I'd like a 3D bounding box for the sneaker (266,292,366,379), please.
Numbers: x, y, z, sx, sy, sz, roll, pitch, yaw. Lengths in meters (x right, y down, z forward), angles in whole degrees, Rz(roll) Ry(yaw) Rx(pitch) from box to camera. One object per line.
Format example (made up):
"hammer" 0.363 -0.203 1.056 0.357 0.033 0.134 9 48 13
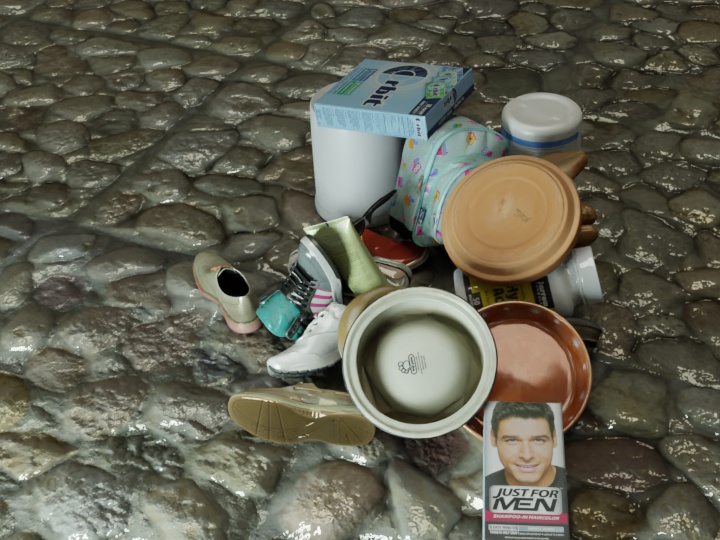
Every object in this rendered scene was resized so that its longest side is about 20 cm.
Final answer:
"sneaker" -0.050 0.096 1.529 0.199 0.088 0.074 -21 -2 -30

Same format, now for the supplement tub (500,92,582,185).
"supplement tub" 0.294 -0.177 1.772 0.131 0.201 0.132 -2 37 2

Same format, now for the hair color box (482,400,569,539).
"hair color box" 0.198 0.256 1.309 0.098 0.061 0.201 1 45 6

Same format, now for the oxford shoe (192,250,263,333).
"oxford shoe" -0.207 0.014 1.674 0.071 0.074 0.200 -23 41 -23

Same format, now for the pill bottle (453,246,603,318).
"pill bottle" 0.242 0.028 1.548 0.199 0.112 0.112 -15 36 11

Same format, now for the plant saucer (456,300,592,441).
"plant saucer" 0.207 0.140 1.439 0.199 0.032 0.202 -2 70 6

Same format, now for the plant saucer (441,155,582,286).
"plant saucer" 0.210 -0.075 1.516 0.199 0.032 0.201 -9 63 17

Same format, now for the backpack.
"backpack" 0.148 -0.140 1.699 0.175 0.201 0.153 -2 17 -32

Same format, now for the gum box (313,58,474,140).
"gum box" 0.054 -0.274 1.706 0.199 0.045 0.170 12 40 29

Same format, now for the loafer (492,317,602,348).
"loafer" 0.247 0.116 1.517 0.199 0.073 0.071 -8 73 -9

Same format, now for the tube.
"tube" 0.000 0.000 1.568 0.058 0.200 0.052 -39 32 -4

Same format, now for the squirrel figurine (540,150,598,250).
"squirrel figurine" 0.260 -0.059 1.635 0.199 0.187 0.142 -6 46 6

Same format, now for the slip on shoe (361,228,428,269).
"slip on shoe" 0.010 -0.036 1.730 0.199 0.061 0.074 6 36 9

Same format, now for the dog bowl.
"dog bowl" 0.078 0.126 1.402 0.199 0.074 0.201 -2 71 5

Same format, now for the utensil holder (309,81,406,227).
"utensil holder" -0.001 -0.200 1.830 0.169 0.201 0.170 -3 38 2

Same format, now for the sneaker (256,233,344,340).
"sneaker" -0.094 0.034 1.556 0.120 0.200 0.084 -35 62 -14

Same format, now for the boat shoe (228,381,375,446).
"boat shoe" -0.076 0.186 1.444 0.199 0.073 0.065 6 33 4

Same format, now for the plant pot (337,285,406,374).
"plant pot" 0.066 0.100 1.504 0.199 0.028 0.201 10 53 -14

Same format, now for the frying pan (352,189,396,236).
"frying pan" -0.020 -0.060 1.647 0.115 0.031 0.190 -29 6 37

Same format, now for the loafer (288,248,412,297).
"loafer" -0.021 0.009 1.670 0.199 0.072 0.063 8 44 11
